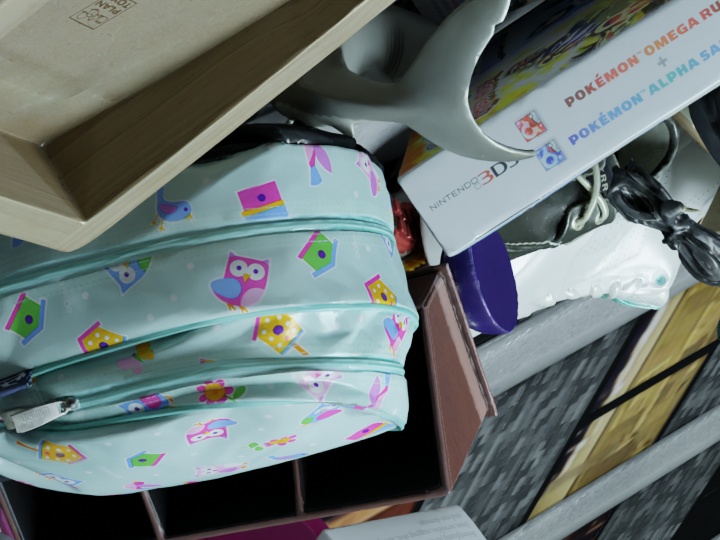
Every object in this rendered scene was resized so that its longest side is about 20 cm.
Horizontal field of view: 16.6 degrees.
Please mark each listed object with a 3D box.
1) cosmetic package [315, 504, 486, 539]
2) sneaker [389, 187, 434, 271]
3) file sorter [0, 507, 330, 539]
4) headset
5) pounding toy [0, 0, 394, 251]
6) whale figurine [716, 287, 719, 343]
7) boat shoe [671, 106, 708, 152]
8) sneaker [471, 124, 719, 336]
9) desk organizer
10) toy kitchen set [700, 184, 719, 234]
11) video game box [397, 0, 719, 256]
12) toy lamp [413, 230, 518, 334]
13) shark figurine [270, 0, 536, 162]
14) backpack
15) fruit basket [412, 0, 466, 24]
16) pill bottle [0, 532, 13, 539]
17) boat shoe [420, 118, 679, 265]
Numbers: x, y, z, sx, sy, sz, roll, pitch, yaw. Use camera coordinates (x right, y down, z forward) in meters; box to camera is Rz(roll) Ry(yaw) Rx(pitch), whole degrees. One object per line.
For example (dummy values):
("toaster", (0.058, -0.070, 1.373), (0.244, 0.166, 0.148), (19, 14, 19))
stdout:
("cosmetic package", (-0.016, 0.208, 1.151), (0.113, 0.081, 0.200), (-1, 133, -55))
("sneaker", (0.000, 0.000, 1.203), (0.082, 0.078, 0.200), (-21, 169, 18))
("file sorter", (-0.123, 0.178, 1.204), (0.125, 0.139, 0.200), (-12, 143, -50))
("headset", (0.176, -0.080, 1.026), (0.200, 0.094, 0.123), (-59, -168, -26))
("pounding toy", (-0.078, -0.127, 0.756), (0.200, 0.142, 0.184), (-37, 160, 14))
("whale figurine", (0.234, -0.036, 1.432), (0.159, 0.103, 0.201), (-72, 178, -77))
("boat shoe", (0.189, -0.094, 1.175), (0.065, 0.072, 0.200), (-44, 163, 20))
("sneaker", (0.128, -0.007, 1.346), (0.200, 0.089, 0.075), (-36, -170, -16))
("desk organizer", (-0.053, 0.063, 1.030), (0.199, 0.072, 0.077), (-12, -160, 21))
("toy kitchen set", (0.317, -0.071, 1.282), (0.201, 0.163, 0.180), (-64, -162, -12))
("video game box", (0.106, -0.094, 1.057), (0.182, 0.047, 0.200), (-35, -170, 13))
("toy lamp", (-0.031, 0.025, 1.084), (0.199, 0.058, 0.058), (-14, 168, 21))
("shark figurine", (-0.008, -0.095, 0.955), (0.127, 0.090, 0.215), (-2, -169, -6))
("backpack", (-0.076, 0.016, 0.916), (0.199, 0.127, 0.167), (-14, 174, 23))
("fruit basket", (0.088, -0.187, 0.999), (0.199, 0.094, 0.185), (-29, 160, 7))
("pill bottle", (-0.219, 0.158, 1.021), (0.120, 0.120, 0.200), (-51, 158, 19))
("boat shoe", (0.097, -0.049, 1.224), (0.200, 0.063, 0.071), (-33, 119, -53))
